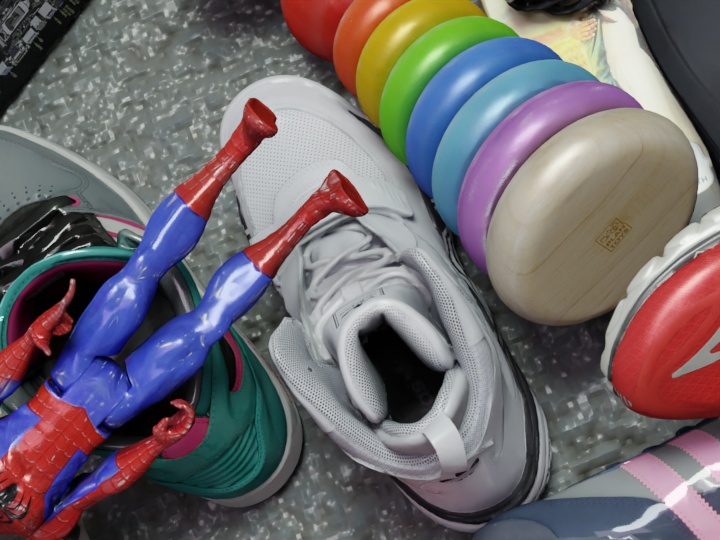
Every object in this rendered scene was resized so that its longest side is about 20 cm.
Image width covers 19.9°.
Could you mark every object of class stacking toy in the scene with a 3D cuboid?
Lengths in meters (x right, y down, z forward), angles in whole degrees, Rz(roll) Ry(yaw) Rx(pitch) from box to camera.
[{"bbox_3d":[0.035,-0.070,0.760,0.085,0.085,0.200,-42,50,2],"label":"stacking toy"}]

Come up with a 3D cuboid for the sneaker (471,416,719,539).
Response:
[{"bbox_3d":[0.133,0.076,0.737,0.199,0.070,0.082,-10,54,12],"label":"sneaker"}]

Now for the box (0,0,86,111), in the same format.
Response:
[{"bbox_3d":[-0.168,-0.161,0.784,0.086,0.200,0.164,37,89,19],"label":"box"}]

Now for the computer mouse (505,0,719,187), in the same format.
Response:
[{"bbox_3d":[0.145,-0.078,0.734,0.138,0.053,0.200,-31,74,4],"label":"computer mouse"}]

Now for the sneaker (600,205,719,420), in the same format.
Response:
[{"bbox_3d":[0.179,0.018,0.668,0.199,0.077,0.085,-10,36,-2],"label":"sneaker"}]

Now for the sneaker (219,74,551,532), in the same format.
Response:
[{"bbox_3d":[0.000,0.000,0.751,0.075,0.115,0.200,-32,72,5],"label":"sneaker"}]

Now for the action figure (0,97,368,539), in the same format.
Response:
[{"bbox_3d":[-0.085,0.033,0.696,0.065,0.052,0.200,40,99,-16],"label":"action figure"}]

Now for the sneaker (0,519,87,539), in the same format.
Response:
[{"bbox_3d":[-0.186,0.136,0.784,0.199,0.077,0.085,-2,115,26],"label":"sneaker"}]

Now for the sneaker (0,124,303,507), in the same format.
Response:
[{"bbox_3d":[-0.112,0.007,0.774,0.200,0.121,0.084,43,90,19],"label":"sneaker"}]

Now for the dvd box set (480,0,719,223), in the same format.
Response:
[{"bbox_3d":[0.120,-0.113,0.792,0.146,0.029,0.201,-22,74,8],"label":"dvd box set"}]
